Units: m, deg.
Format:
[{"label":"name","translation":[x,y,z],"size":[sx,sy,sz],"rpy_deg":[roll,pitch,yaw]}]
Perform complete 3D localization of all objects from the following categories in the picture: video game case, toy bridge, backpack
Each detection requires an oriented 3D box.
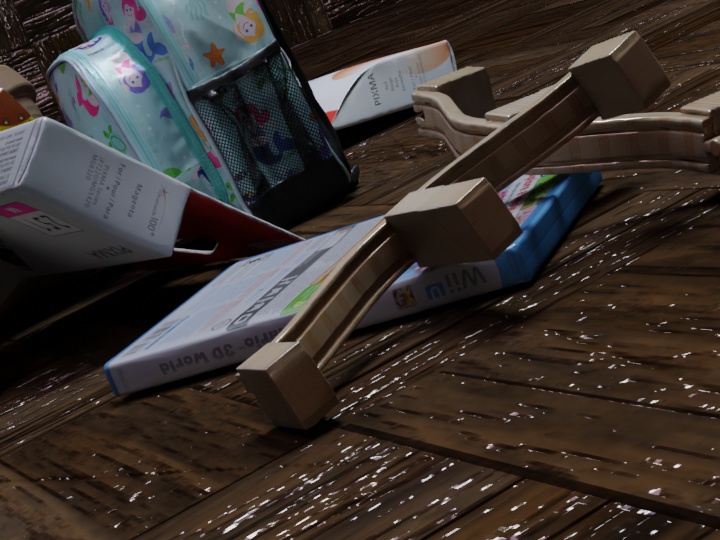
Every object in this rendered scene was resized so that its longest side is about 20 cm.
[{"label":"video game case","translation":[0.000,0.000,0.681],"size":[0.199,0.018,0.143],"rpy_deg":[-17,12,26]},{"label":"toy bridge","translation":[0.032,-0.018,0.562],"size":[0.200,0.027,0.067],"rpy_deg":[-42,13,-20]},{"label":"backpack","translation":[-0.113,-0.118,0.977],"size":[0.150,0.201,0.177],"rpy_deg":[-26,13,-19]},{"label":"toy bridge","translation":[0.083,-0.063,0.657],"size":[0.067,0.027,0.199],"rpy_deg":[-23,21,-28]}]

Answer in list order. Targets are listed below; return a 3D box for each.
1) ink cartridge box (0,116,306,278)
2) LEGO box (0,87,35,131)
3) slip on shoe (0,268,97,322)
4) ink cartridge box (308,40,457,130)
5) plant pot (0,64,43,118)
[{"label":"ink cartridge box","translation":[-0.150,-0.020,0.854],"size":[0.199,0.173,0.044],"rpy_deg":[-6,63,54]},{"label":"LEGO box","translation":[-0.287,-0.017,0.987],"size":[0.200,0.077,0.149],"rpy_deg":[-50,20,-16]},{"label":"slip on shoe","translation":[-0.205,-0.012,1.029],"size":[0.076,0.061,0.201],"rpy_deg":[-26,24,41]},{"label":"ink cartridge box","translation":[-0.042,-0.137,1.263],"size":[0.199,0.051,0.162],"rpy_deg":[-17,7,-29]},{"label":"plant pot","translation":[-0.289,-0.048,1.167],"size":[0.202,0.092,0.201],"rpy_deg":[-57,-1,-1]}]
